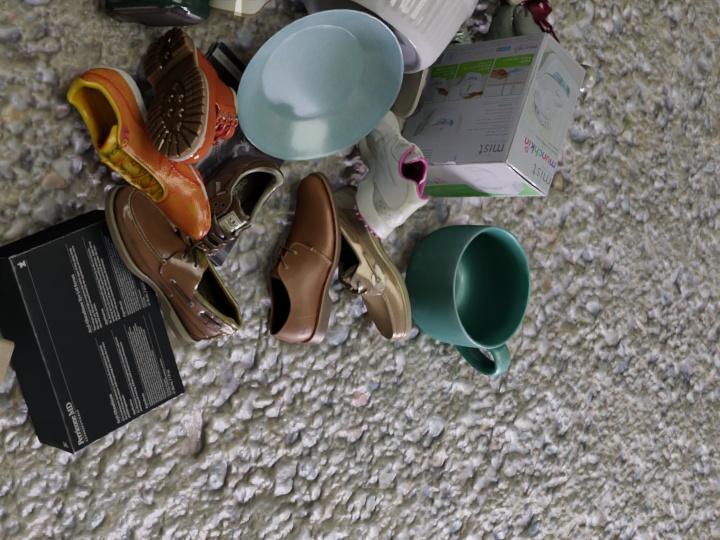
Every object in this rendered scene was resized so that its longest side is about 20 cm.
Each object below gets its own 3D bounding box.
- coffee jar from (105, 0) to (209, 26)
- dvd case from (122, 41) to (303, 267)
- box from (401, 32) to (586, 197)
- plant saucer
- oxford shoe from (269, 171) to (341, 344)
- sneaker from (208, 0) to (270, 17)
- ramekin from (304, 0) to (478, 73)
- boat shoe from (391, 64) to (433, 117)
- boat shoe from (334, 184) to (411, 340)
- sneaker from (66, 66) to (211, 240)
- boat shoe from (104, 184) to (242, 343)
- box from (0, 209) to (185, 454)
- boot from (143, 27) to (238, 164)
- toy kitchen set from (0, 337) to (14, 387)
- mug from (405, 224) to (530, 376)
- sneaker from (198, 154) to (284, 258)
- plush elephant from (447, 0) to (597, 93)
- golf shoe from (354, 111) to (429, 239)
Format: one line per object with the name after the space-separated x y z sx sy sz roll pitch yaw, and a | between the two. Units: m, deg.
-0.200 -0.355 1.151 0.085 0.103 0.203 4 90 -64 | coffee jar
-0.159 -0.129 1.261 0.149 0.016 0.201 43 65 -33 | dvd case
0.157 -0.189 1.420 0.096 0.199 0.178 30 72 -39 | box
-0.049 -0.213 1.267 0.199 0.039 0.202 -16 138 -15 | plant saucer
-0.069 -0.015 1.314 0.071 0.071 0.203 5 90 -37 | oxford shoe
-0.115 -0.329 1.177 0.066 0.201 0.091 10 116 -2 | sneaker
0.026 -0.316 1.304 0.200 0.199 0.106 37 78 -37 | ramekin
0.083 -0.286 1.434 0.062 0.072 0.203 15 77 -40 | boat shoe
0.000 0.000 1.381 0.064 0.071 0.202 -29 101 -32 | boat shoe
-0.225 -0.109 1.138 0.201 0.073 0.077 52 35 -3 | sneaker
-0.179 -0.010 1.124 0.201 0.067 0.072 62 30 -41 | boat shoe
-0.274 0.057 1.125 0.141 0.078 0.202 -28 111 -42 | box
-0.159 -0.158 1.146 0.107 0.075 0.201 45 20 -36 | boot
-0.372 -0.004 0.977 0.199 0.162 0.183 25 76 -40 | toy kitchen set
0.128 0.034 1.463 0.151 0.114 0.188 13 84 -42 | mug
-0.161 -0.053 1.201 0.200 0.075 0.071 -51 123 -24 | sneaker
0.220 -0.347 1.494 0.198 0.165 0.156 13 110 -18 | plush elephant
0.045 -0.127 1.357 0.075 0.091 0.202 40 35 -36 | golf shoe
